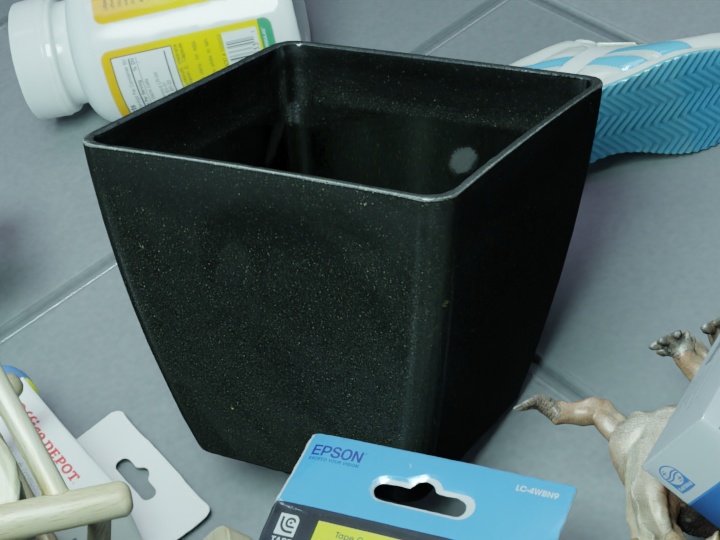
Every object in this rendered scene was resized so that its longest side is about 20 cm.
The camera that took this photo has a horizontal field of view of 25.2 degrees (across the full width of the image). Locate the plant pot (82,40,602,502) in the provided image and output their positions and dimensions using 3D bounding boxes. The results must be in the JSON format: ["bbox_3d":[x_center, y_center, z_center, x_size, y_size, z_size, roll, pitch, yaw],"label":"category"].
[{"bbox_3d":[0.000,0.000,0.833,0.198,0.180,0.199,9,26,27],"label":"plant pot"}]

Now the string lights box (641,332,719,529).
[{"bbox_3d":[0.231,0.101,0.692,0.199,0.059,0.103,37,56,3],"label":"string lights box"}]

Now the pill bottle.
[{"bbox_3d":[-0.139,-0.166,1.130,0.197,0.114,0.114,-12,41,5],"label":"pill bottle"}]

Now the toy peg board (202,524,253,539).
[{"bbox_3d":[-0.127,0.223,0.642,0.199,0.097,0.201,-43,38,22],"label":"toy peg board"}]

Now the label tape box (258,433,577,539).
[{"bbox_3d":[0.008,0.183,0.720,0.142,0.066,0.201,8,55,26],"label":"label tape box"}]

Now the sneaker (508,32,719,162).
[{"bbox_3d":[0.160,-0.114,1.010,0.197,0.077,0.081,-12,39,2],"label":"sneaker"}]

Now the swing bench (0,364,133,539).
[{"bbox_3d":[-0.213,0.113,0.687,0.198,0.199,0.131,-28,76,-17],"label":"swing bench"}]

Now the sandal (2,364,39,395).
[{"bbox_3d":[-0.279,0.098,0.917,0.198,0.080,0.087,-20,37,-7],"label":"sandal"}]

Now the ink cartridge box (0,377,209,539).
[{"bbox_3d":[-0.192,0.136,0.851,0.199,0.068,0.117,-35,45,-20],"label":"ink cartridge box"}]

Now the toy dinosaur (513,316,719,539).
[{"bbox_3d":[0.164,0.100,0.768,0.198,0.086,0.137,-15,78,-39],"label":"toy dinosaur"}]
